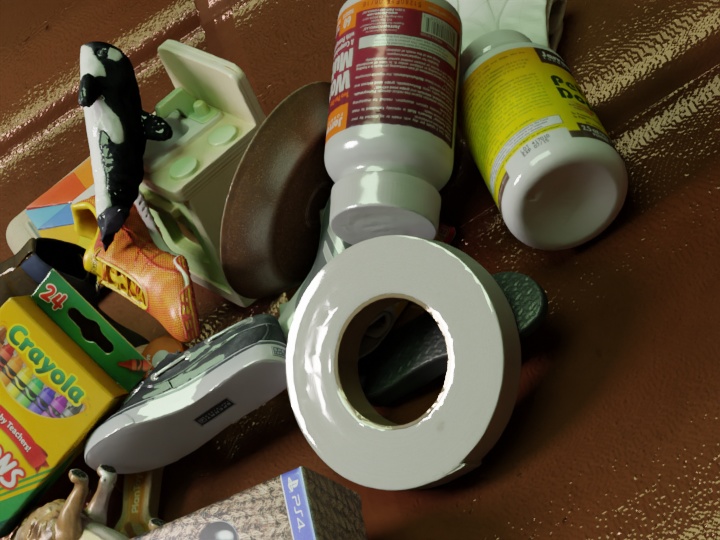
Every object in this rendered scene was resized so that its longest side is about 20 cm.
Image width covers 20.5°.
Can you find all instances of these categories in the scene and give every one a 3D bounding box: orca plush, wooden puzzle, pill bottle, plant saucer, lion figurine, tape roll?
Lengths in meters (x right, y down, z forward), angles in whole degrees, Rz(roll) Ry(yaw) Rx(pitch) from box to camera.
[{"bbox_3d":[-0.198,-0.118,1.707,0.070,0.106,0.201,-10,45,1],"label":"orca plush"},{"bbox_3d":[-0.262,-0.062,1.998,0.200,0.037,0.185,-43,41,-1],"label":"wooden puzzle"},{"bbox_3d":[0.026,-0.126,1.658,0.109,0.109,0.202,-10,62,32],"label":"pill bottle"},{"bbox_3d":[-0.048,-0.063,1.722,0.036,0.201,0.201,24,70,25],"label":"plant saucer"},{"bbox_3d":[-0.203,0.240,1.646,0.199,0.072,0.123,29,108,25],"label":"lion figurine"},{"bbox_3d":[0.033,0.074,1.577,0.201,0.037,0.205,-2,85,29],"label":"tape roll"},{"bbox_3d":[0.144,-0.117,1.671,0.109,0.109,0.201,-33,42,10],"label":"pill bottle"}]

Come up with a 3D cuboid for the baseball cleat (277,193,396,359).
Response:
[{"bbox_3d":[0.000,0.000,1.689,0.106,0.070,0.202,14,75,36],"label":"baseball cleat"}]

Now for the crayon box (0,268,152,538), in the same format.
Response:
[{"bbox_3d":[-0.287,0.113,1.680,0.127,0.051,0.200,42,98,7],"label":"crayon box"}]

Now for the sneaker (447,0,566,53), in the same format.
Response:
[{"bbox_3d":[0.134,-0.243,1.831,0.114,0.074,0.201,-11,41,9],"label":"sneaker"}]

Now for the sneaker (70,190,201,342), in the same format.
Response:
[{"bbox_3d":[-0.192,0.003,1.705,0.077,0.074,0.200,-20,40,-19],"label":"sneaker"}]

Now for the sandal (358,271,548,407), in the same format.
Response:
[{"bbox_3d":[0.081,0.059,1.626,0.199,0.048,0.076,-26,43,36],"label":"sandal"}]

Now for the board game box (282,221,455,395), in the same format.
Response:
[{"bbox_3d":[-0.005,0.026,1.731,0.095,0.030,0.201,22,68,46],"label":"board game box"}]

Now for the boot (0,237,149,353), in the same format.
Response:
[{"bbox_3d":[-0.245,0.037,1.764,0.097,0.199,0.075,-43,43,31],"label":"boot"}]

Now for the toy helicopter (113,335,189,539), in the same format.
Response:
[{"bbox_3d":[-0.196,0.160,1.732,0.131,0.079,0.202,-9,62,24],"label":"toy helicopter"}]

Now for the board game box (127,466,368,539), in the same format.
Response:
[{"bbox_3d":[-0.089,0.266,1.502,0.199,0.097,0.161,-25,62,19],"label":"board game box"}]

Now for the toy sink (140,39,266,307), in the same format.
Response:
[{"bbox_3d":[-0.143,-0.085,1.787,0.112,0.201,0.130,-41,39,-21],"label":"toy sink"}]

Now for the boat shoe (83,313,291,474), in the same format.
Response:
[{"bbox_3d":[-0.148,0.100,1.662,0.199,0.072,0.068,-32,48,15],"label":"boat shoe"}]
